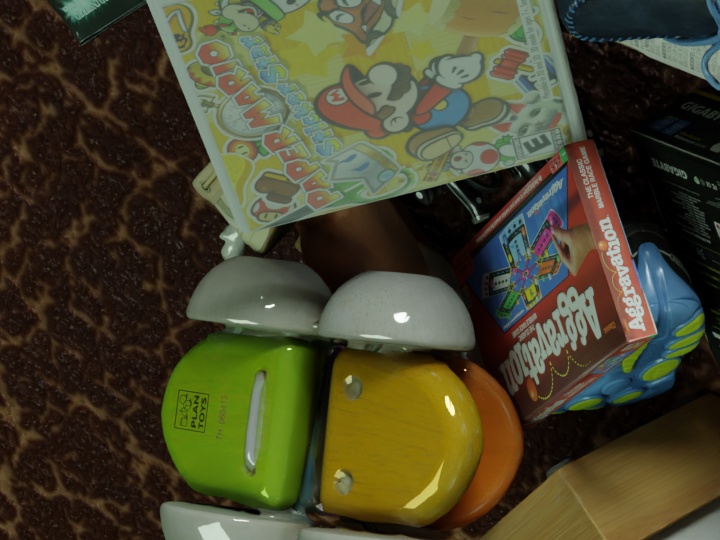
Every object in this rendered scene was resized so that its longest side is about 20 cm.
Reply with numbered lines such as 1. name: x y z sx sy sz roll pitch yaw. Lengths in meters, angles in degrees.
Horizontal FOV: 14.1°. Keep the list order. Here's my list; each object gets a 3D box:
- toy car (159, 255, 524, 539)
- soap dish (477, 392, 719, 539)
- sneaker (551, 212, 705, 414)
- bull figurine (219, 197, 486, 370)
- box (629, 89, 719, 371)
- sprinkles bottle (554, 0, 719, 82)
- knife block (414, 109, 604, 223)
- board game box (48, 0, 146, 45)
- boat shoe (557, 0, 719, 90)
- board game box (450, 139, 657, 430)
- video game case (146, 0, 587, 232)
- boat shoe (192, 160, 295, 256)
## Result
1. toy car: -0.006 0.086 1.571 0.200 0.150 0.175 6 89 31
2. soap dish: 0.129 0.154 1.602 0.081 0.157 0.200 56 140 12
3. sneaker: 0.132 0.024 1.543 0.200 0.071 0.083 117 142 -68
4. bull figurine: 0.000 0.000 1.636 0.121 0.065 0.200 -16 112 39
5. box: 0.221 0.007 1.417 0.200 0.049 0.160 29 147 62
6. sprinkles bottle: 0.148 -0.135 1.410 0.200 0.068 0.068 24 135 22
7. knife block: 0.042 -0.126 1.507 0.175 0.064 0.200 19 132 25
8. board game box: -0.140 -0.210 1.583 0.135 0.028 0.200 55 147 -9
9. boat shoe: 0.187 -0.130 1.316 0.200 0.069 0.084 -12 155 15
10. board game box: 0.096 0.013 1.497 0.200 0.019 0.103 131 122 -68
11. video game case: 0.005 -0.105 1.391 0.182 0.023 0.200 -14 141 5
12. boat shoe: -0.039 -0.086 1.504 0.065 0.072 0.200 38 143 6
